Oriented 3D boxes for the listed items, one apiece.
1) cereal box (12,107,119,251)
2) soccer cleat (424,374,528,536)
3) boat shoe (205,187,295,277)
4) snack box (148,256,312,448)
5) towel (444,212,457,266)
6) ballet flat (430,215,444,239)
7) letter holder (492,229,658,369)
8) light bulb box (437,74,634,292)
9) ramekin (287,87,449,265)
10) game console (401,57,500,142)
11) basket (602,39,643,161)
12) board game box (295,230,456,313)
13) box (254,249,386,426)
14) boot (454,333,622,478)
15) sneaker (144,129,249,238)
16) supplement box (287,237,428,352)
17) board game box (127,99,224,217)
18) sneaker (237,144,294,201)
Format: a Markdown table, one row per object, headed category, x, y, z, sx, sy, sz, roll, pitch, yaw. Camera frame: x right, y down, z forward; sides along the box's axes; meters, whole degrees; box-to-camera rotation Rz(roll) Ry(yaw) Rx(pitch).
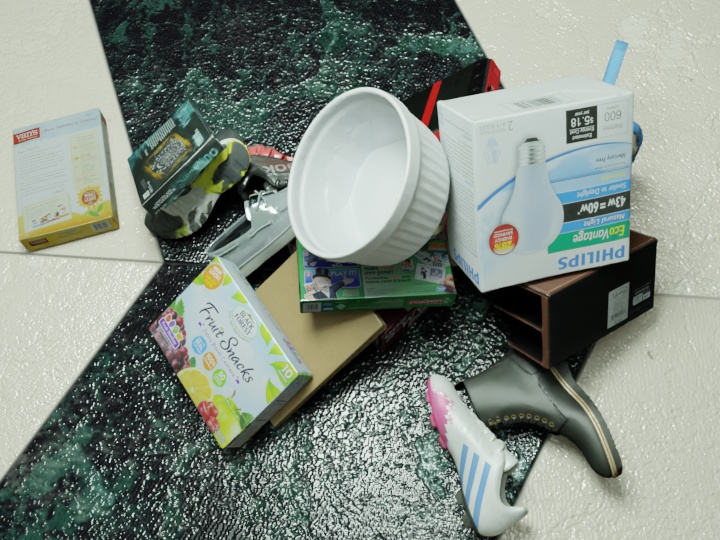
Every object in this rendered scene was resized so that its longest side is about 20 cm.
| category | x | y | z | sx | sy | sz | roll | pitch | yaw |
| --- | --- | --- | --- | --- | --- | --- | --- | --- | --- |
| cereal box | -0.450 | -0.142 | 1.162 | 0.140 | 0.040 | 0.204 | -14 | 65 | -2 |
| soccer cleat | 0.144 | 0.217 | 0.937 | 0.085 | 0.070 | 0.204 | -24 | 72 | 17 |
| boat shoe | -0.133 | -0.068 | 1.045 | 0.200 | 0.071 | 0.071 | -41 | 31 | 16 |
| snack box | -0.172 | 0.106 | 0.998 | 0.142 | 0.053 | 0.201 | -43 | 68 | 8 |
| towel | 0.138 | -0.068 | 1.064 | 0.195 | 0.030 | 0.149 | -9 | 55 | -12 |
| ballet flat | 0.070 | -0.116 | 1.007 | 0.069 | 0.072 | 0.202 | -13 | 34 | -2 |
| letter holder | 0.261 | 0.017 | 0.986 | 0.197 | 0.103 | 0.141 | -23 | 30 | -27 |
| light bulb box | 0.205 | -0.106 | 0.903 | 0.193 | 0.205 | 0.125 | -12 | 24 | -8 |
| ramekin | 0.014 | -0.101 | 0.908 | 0.197 | 0.104 | 0.206 | -14 | 68 | 40 |
| game console | 0.105 | -0.211 | 1.036 | 0.174 | 0.031 | 0.202 | -24 | 25 | 27 |
| basket | 0.320 | -0.191 | 1.057 | 0.136 | 0.177 | 0.204 | 22 | 79 | 15 |
| board game box | 0.016 | -0.015 | 0.980 | 0.194 | 0.029 | 0.137 | -2 | 55 | -6 |
| box | -0.083 | 0.078 | 1.008 | 0.199 | 0.021 | 0.164 | -42 | 67 | 9 |
| boot | 0.220 | 0.192 | 0.954 | 0.136 | 0.078 | 0.202 | -27 | 53 | -4 |
| sneaker | -0.234 | -0.125 | 1.113 | 0.198 | 0.075 | 0.085 | -37 | 29 | 15 |
| supplement box | 0.000 | 0.000 | 1.056 | 0.108 | 0.061 | 0.200 | -41 | 70 | -15 |
| board game box | -0.268 | -0.166 | 1.092 | 0.135 | 0.028 | 0.200 | -43 | 34 | 2 |
| sneaker | -0.091 | -0.125 | 1.103 | 0.195 | 0.072 | 0.099 | 7 | 47 | 9 |
